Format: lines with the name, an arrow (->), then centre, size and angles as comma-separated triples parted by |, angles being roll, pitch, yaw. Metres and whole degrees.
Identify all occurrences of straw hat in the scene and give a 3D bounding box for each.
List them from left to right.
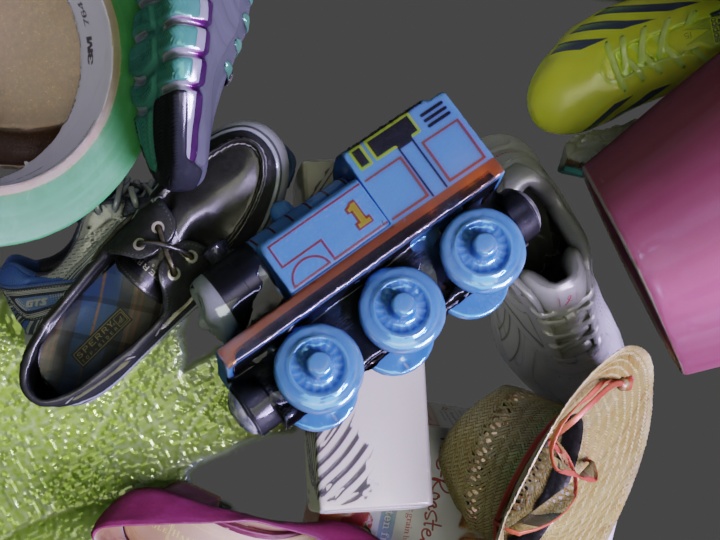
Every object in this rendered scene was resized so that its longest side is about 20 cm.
straw hat -> 0.094, 0.118, 0.775 | 0.085, 0.200, 0.203 | 26, 101, 29

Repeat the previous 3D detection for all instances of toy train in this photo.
toy train -> 0.000, 0.000, 0.695 | 0.199, 0.087, 0.115 | -35, 79, -11

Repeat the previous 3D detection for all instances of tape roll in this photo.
tape roll -> -0.201, -0.114, 0.675 | 0.199, 0.048, 0.203 | -3, 95, -35

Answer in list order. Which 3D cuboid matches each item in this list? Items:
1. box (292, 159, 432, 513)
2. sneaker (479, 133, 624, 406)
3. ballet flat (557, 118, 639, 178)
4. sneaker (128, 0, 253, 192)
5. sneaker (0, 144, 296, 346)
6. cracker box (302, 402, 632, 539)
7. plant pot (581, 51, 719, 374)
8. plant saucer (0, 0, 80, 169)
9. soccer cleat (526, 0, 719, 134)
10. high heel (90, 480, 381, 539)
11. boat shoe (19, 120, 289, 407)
box -> -0.001, 0.040, 0.769 | 0.068, 0.082, 0.202 | -2, 80, -8
sneaker -> 0.116, 0.017, 0.806 | 0.077, 0.099, 0.201 | -29, 106, -1
ballet flat -> 0.215, -0.066, 0.823 | 0.198, 0.072, 0.072 | 16, 101, -20
sneaker -> -0.072, -0.143, 0.685 | 0.087, 0.074, 0.203 | -3, 95, -28
sneaker -> -0.130, -0.025, 0.773 | 0.199, 0.077, 0.086 | -35, 102, 0
cracker box -> 0.065, 0.162, 0.855 | 0.198, 0.058, 0.135 | 9, 100, -11
plant pot -> 0.226, -0.040, 0.702 | 0.178, 0.200, 0.201 | -27, 106, 9
plant saucer -> -0.198, -0.161, 0.749 | 0.198, 0.035, 0.203 | -2, 104, -7
soccer cleat -> 0.194, -0.139, 0.788 | 0.198, 0.084, 0.065 | -24, 105, -3
high heel -> -0.062, 0.181, 0.778 | 0.198, 0.096, 0.068 | 13, 100, 21
boat shoe -> -0.113, 0.002, 0.717 | 0.069, 0.057, 0.200 | 41, 98, 0
